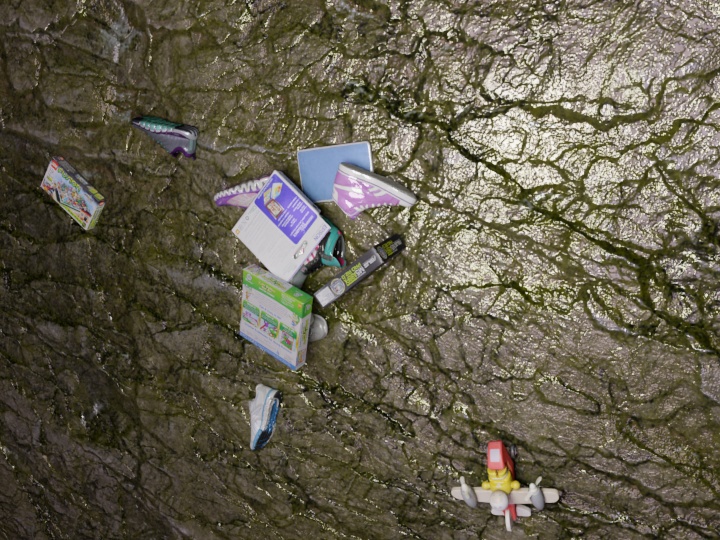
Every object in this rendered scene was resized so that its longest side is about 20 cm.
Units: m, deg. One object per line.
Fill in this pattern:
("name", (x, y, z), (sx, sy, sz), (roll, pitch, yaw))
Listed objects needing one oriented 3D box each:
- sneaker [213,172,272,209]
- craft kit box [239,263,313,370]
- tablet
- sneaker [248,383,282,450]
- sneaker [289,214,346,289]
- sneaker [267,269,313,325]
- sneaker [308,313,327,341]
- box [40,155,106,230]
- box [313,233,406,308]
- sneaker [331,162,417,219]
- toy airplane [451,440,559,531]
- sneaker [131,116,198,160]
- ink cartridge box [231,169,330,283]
("sneaker", (-0.282, -0.182, 1.681), (0.196, 0.081, 0.090), (-11, 108, 25))
("craft kit box", (-0.212, 0.114, 1.630), (0.198, 0.048, 0.201), (27, 127, 27))
("tablet", (-0.059, -0.235, 1.601), (0.196, 0.014, 0.133), (-3, 103, 23))
("sneaker", (-0.280, 0.405, 1.850), (0.086, 0.074, 0.204), (26, 108, 26))
("sneaker", (-0.098, -0.023, 1.632), (0.119, 0.083, 0.203), (27, 102, 20))
("sneaker", (-0.197, 0.079, 1.685), (0.082, 0.073, 0.202), (-45, 58, 20))
("sneaker", (-0.176, 0.161, 1.722), (0.196, 0.082, 0.076), (-7, 103, 26))
("box", (-0.837, -0.226, 1.933), (0.199, 0.035, 0.111), (41, 116, 9))
("box", (0.000, 0.000, 1.558), (0.199, 0.160, 0.045), (-38, 87, 26))
("sneaker", (0.028, -0.164, 1.542), (0.197, 0.073, 0.116), (23, 108, 10))
("toy airplane", (0.336, 0.527, 1.565), (0.198, 0.141, 0.202), (38, 115, 9))
("sneaker", (-0.518, -0.346, 1.741), (0.196, 0.074, 0.089), (17, 115, 18))
("ink cartridge box", (-0.189, -0.101, 1.605), (0.200, 0.043, 0.199), (45, 111, 10))
